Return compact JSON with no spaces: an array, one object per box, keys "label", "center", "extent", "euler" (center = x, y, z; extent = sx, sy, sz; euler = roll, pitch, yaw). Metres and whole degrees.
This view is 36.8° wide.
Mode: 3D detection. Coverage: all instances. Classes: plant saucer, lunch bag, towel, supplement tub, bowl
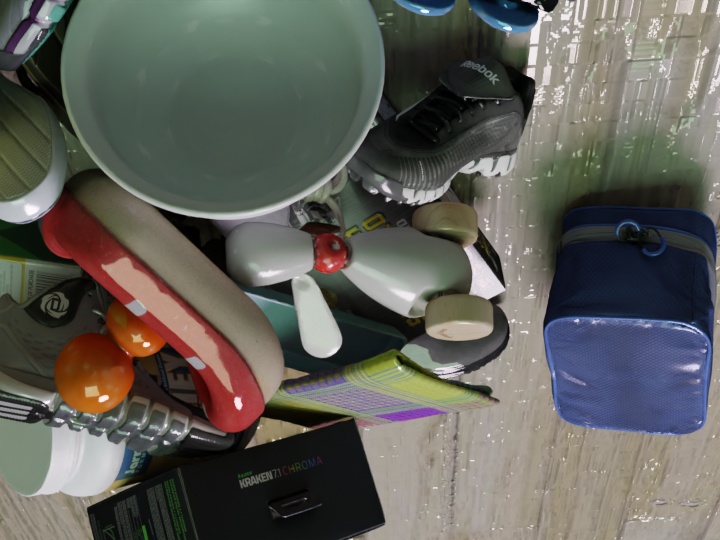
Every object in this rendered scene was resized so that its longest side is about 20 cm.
[{"label":"plant saucer","center":[-0.064,0.043,0.840],"extent":[0.197,0.019,0.070],"euler":[18,132,-20]},{"label":"lunch bag","center":[0.228,0.031,0.910],"extent":[0.134,0.134,0.201],"euler":[4,143,17]},{"label":"towel","center":[-0.007,0.099,0.859],"extent":[0.198,0.023,0.143],"euler":[-15,154,39]},{"label":"supplement tub","center":[-0.195,0.105,0.906],"extent":[0.198,0.146,0.145],"euler":[-7,151,-43]},{"label":"bowl","center":[-0.084,-0.114,0.694],"extent":[0.197,0.205,0.091],"euler":[-1,161,-2]}]

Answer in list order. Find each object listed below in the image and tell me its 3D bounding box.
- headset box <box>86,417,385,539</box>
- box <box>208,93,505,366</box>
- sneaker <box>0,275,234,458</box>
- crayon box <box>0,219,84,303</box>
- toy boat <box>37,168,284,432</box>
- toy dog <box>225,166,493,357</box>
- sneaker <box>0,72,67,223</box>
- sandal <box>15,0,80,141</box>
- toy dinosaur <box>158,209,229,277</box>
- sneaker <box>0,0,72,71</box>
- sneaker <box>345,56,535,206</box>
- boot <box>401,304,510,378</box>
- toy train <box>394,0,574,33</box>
[{"label":"headset box","center":[-0.101,0.200,0.887],"extent":[0.172,0.094,0.199],"euler":[-9,166,-40]},{"label":"box","center":[-0.002,-0.028,0.845],"extent":[0.157,0.049,0.201],"euler":[-28,121,18]},{"label":"sneaker","center":[-0.176,0.062,0.792],"extent":[0.198,0.117,0.075],"euler":[19,151,-26]},{"label":"crayon box","center":[-0.332,0.005,0.903],"extent":[0.197,0.051,0.128],"euler":[9,139,-15]},{"label":"toy boat","center":[-0.146,0.039,0.711],"extent":[0.131,0.130,0.200],"euler":[-47,113,-5]},{"label":"toy dog","center":[0.000,0.000,0.777],"extent":[0.198,0.133,0.096],"euler":[25,152,-10]},{"label":"sneaker","center":[-0.231,-0.081,0.710],"extent":[0.072,0.200,0.071],"euler":[-31,134,-10]},{"label":"sandal","center":[-0.199,-0.139,0.739],"extent":[0.054,0.083,0.201],"euler":[8,151,22]},{"label":"toy dinosaur","center":[-0.140,-0.007,0.859],"extent":[0.076,0.103,0.199],"euler":[-30,129,29]},{"label":"sneaker","center":[-0.180,-0.216,0.617],"extent":[0.087,0.075,0.201],"euler":[30,103,-20]},{"label":"sneaker","center":[0.061,-0.103,0.737],"extent":[0.199,0.066,0.091],"euler":[-20,141,-52]},{"label":"boot","center":[0.037,0.030,0.948],"extent":[0.196,0.070,0.133],"euler":[-8,132,-4]},{"label":"toy train","center":[0.041,-0.208,0.626],"extent":[0.197,0.115,0.087],"euler":[10,135,-16]}]
